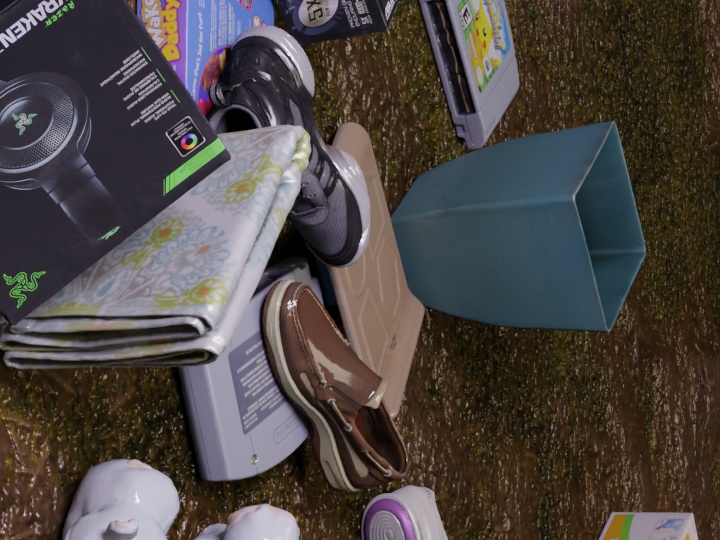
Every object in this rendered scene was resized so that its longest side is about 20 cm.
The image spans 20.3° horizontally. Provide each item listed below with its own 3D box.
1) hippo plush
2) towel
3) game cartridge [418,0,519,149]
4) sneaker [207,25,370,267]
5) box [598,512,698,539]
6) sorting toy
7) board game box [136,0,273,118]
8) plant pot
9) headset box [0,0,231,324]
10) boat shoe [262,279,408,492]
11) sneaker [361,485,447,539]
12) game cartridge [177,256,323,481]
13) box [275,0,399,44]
[{"bbox_3d":[-0.146,0.222,1.350,0.160,0.159,0.201,33,36,-22],"label":"hippo plush"},{"bbox_3d":[-0.135,-0.015,1.320,0.201,0.170,0.048,-69,146,-41],"label":"towel"},{"bbox_3d":[0.109,-0.239,1.993,0.134,0.040,0.202,-61,140,-53],"label":"game cartridge"},{"bbox_3d":[-0.061,-0.071,1.488,0.114,0.075,0.201,-55,129,-50],"label":"sneaker"},{"bbox_3d":[0.313,0.372,2.259,0.200,0.100,0.113,-52,132,-53],"label":"box"},{"bbox_3d":[0.000,0.000,1.719,0.186,0.036,0.201,-72,147,-56],"label":"sorting toy"},{"bbox_3d":[-0.115,-0.155,1.515,0.134,0.044,0.202,14,75,-63],"label":"board game box"},{"bbox_3d":[0.138,-0.036,1.841,0.142,0.198,0.142,-56,136,-51],"label":"plant pot"},{"bbox_3d":[-0.197,-0.090,1.190,0.093,0.174,0.200,49,-6,44],"label":"headset box"},{"bbox_3d":[-0.011,0.089,1.589,0.203,0.074,0.075,66,33,-35],"label":"boat shoe"},{"bbox_3d":[0.058,0.288,1.781,0.099,0.074,0.202,-19,104,-62],"label":"sneaker"},{"bbox_3d":[-0.079,0.082,1.574,0.200,0.041,0.135,-37,124,-60],"label":"game cartridge"},{"bbox_3d":[-0.019,-0.305,1.597,0.201,0.085,0.165,-71,148,-47],"label":"box"}]
